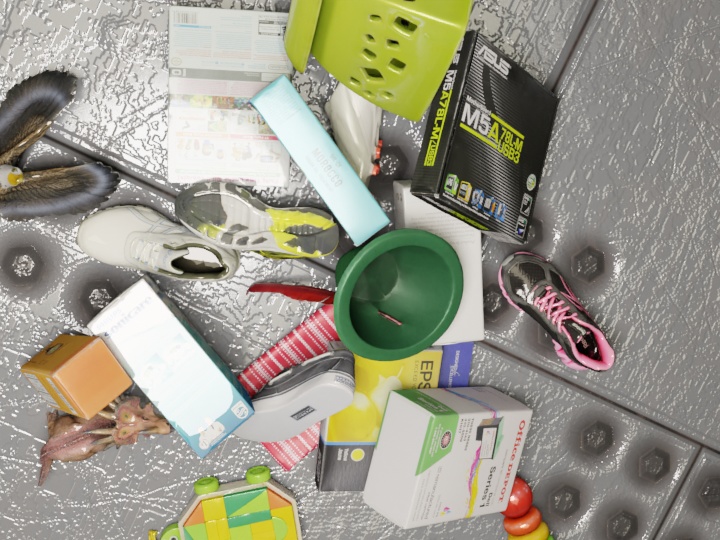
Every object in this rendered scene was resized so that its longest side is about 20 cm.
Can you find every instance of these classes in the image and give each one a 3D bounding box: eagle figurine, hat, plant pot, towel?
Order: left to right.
[{"bbox_3d":[-0.396,-0.118,1.078,0.199,0.151,0.153,-33,150,-31],"label":"eagle figurine"},{"bbox_3d":[-0.064,0.149,1.217,0.199,0.022,0.145,-39,103,0],"label":"towel"},{"bbox_3d":[0.000,0.000,1.153,0.198,0.176,0.167,10,106,-32],"label":"hat"},{"bbox_3d":[0.022,-0.313,1.033,0.179,0.199,0.202,16,68,-5],"label":"plant pot"}]

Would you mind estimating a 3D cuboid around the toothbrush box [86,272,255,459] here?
[{"bbox_3d":[-0.220,0.106,1.110,0.085,0.146,0.200,-41,98,-6],"label":"toothbrush box"}]

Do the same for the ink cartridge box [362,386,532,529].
[{"bbox_3d":[0.112,0.228,1.179,0.199,0.084,0.146,5,102,-44],"label":"ink cartridge box"}]

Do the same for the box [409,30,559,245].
[{"bbox_3d":[0.152,-0.150,1.112,0.199,0.047,0.195,22,82,-47],"label":"box"}]

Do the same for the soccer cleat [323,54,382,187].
[{"bbox_3d":[-0.009,-0.171,1.149,0.077,0.069,0.203,8,97,3],"label":"soccer cleat"}]

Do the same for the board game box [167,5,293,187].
[{"bbox_3d":[-0.153,-0.203,1.117,0.146,0.064,0.203,2,99,-8],"label":"board game box"}]

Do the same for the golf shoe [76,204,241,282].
[{"bbox_3d":[-0.239,-0.029,1.118,0.198,0.097,0.079,8,100,-9],"label":"golf shoe"}]

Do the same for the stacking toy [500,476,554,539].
[{"bbox_3d":[0.236,0.372,1.280,0.085,0.085,0.202,-22,98,-4],"label":"stacking toy"}]

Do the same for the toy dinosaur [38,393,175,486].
[{"bbox_3d":[-0.322,0.193,1.125,0.199,0.136,0.086,-32,104,-2],"label":"toy dinosaur"}]

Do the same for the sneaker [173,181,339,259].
[{"bbox_3d":[-0.129,-0.046,1.131,0.198,0.085,0.075,15,72,-16],"label":"sneaker"}]

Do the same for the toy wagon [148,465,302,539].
[{"bbox_3d":[-0.177,0.345,1.225,0.198,0.040,0.157,-10,101,-7],"label":"toy wagon"}]

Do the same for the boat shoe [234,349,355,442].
[{"bbox_3d":[-0.083,0.151,1.155,0.072,0.068,0.199,36,131,-29],"label":"boat shoe"}]

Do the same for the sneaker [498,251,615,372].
[{"bbox_3d":[0.259,0.057,1.215,0.079,0.095,0.200,-44,102,3],"label":"sneaker"}]

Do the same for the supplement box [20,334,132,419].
[{"bbox_3d":[-0.328,0.118,1.075,0.066,0.199,0.069,-41,109,-24],"label":"supplement box"}]

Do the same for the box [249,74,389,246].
[{"bbox_3d":[-0.046,-0.126,1.071,0.049,0.082,0.201,-36,101,3],"label":"box"}]

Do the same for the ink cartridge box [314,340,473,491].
[{"bbox_3d":[0.047,0.188,1.213,0.197,0.047,0.200,2,106,-13],"label":"ink cartridge box"}]

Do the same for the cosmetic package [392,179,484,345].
[{"bbox_3d":[0.098,-0.013,1.188,0.100,0.074,0.203,-4,103,-8],"label":"cosmetic package"}]
